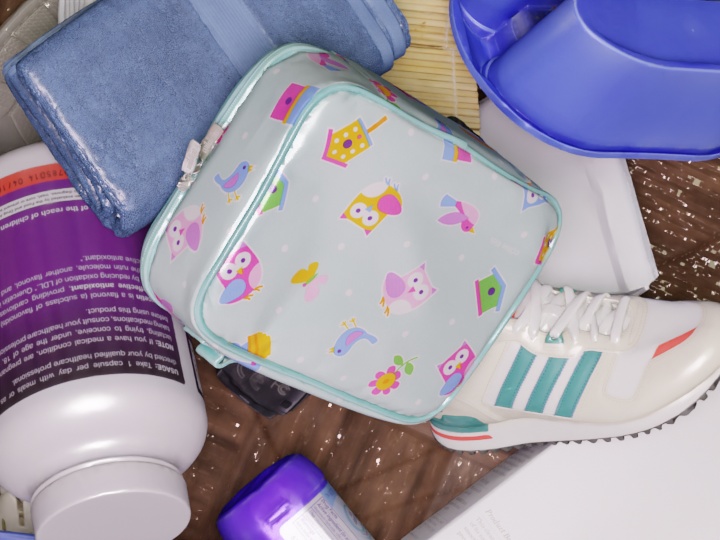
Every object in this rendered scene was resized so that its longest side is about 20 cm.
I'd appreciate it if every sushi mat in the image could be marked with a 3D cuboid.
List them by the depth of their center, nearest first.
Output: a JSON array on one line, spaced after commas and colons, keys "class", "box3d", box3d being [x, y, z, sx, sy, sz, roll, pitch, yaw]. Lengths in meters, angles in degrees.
[{"class": "sushi mat", "box3d": [-0.028, -0.126, 1.369, 0.200, 0.012, 0.096, 5, 84, -20]}]

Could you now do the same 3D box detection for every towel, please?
[{"class": "towel", "box3d": [-0.075, -0.107, 1.308, 0.200, 0.049, 0.112, -35, 92, -27]}]

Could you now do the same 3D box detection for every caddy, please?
[{"class": "caddy", "box3d": [0.144, -0.131, 1.392, 0.200, 0.105, 0.141, 1, 60, -31]}]

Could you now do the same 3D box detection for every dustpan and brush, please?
[{"class": "dustpan and brush", "box3d": [0.049, -0.027, 1.438, 0.200, 0.057, 0.140, -13, 78, -11]}]

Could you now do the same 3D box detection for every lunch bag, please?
[{"class": "lunch bag", "box3d": [-0.009, -0.013, 1.289, 0.200, 0.077, 0.160, 26, 101, -41]}]

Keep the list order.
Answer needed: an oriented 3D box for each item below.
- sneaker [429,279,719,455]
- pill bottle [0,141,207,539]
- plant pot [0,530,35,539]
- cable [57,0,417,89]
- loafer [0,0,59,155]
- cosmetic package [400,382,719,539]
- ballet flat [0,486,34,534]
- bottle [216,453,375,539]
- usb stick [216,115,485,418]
[{"class": "sneaker", "box3d": [0.101, 0.038, 1.370, 0.093, 0.200, 0.070, 55, 42, -28]}, {"class": "pill bottle", "box3d": [-0.141, 0.041, 1.304, 0.112, 0.112, 0.200, -11, 60, -4]}, {"class": "plant pot", "box3d": [-0.131, 0.265, 1.329, 0.200, 0.180, 0.200, 10, 62, -5]}, {"class": "cable", "box3d": [-0.064, -0.134, 1.400, 0.200, 0.069, 0.200, -4, 88, -18]}, {"class": "loafer", "box3d": [-0.204, -0.066, 1.410, 0.072, 0.063, 0.200, 29, 76, -33]}, {"class": "cosmetic package", "box3d": [0.133, 0.135, 1.422, 0.200, 0.081, 0.113, -35, 92, -5]}, {"class": "ballet flat", "box3d": [-0.179, 0.101, 1.407, 0.069, 0.063, 0.200, -5, 89, -4]}, {"class": "bottle", "box3d": [0.006, 0.192, 1.408, 0.065, 0.084, 0.200, -40, 91, -5]}, {"class": "usb stick", "box3d": [0.000, 0.000, 1.404, 0.055, 0.033, 0.200, 40, 110, -11]}]
